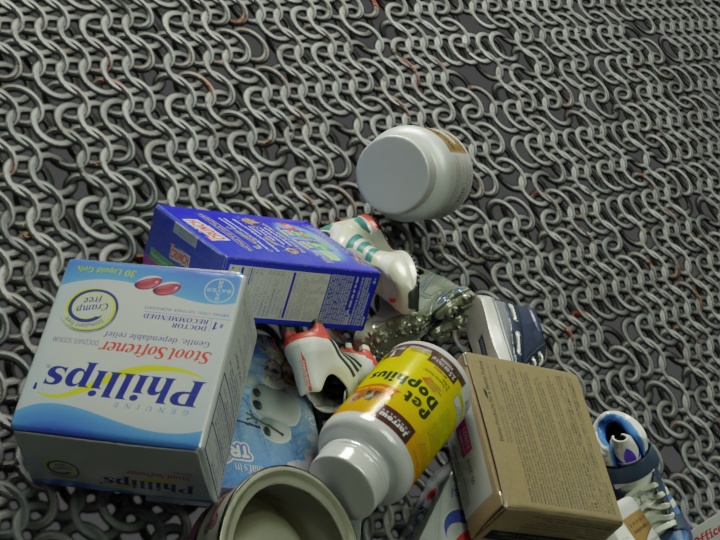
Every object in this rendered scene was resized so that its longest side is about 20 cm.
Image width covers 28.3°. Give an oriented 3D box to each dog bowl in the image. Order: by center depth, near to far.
[{"bbox_3d":[-0.086,0.290,1.352,0.199,0.073,0.202,24,56,-43],"label":"dog bowl"}]

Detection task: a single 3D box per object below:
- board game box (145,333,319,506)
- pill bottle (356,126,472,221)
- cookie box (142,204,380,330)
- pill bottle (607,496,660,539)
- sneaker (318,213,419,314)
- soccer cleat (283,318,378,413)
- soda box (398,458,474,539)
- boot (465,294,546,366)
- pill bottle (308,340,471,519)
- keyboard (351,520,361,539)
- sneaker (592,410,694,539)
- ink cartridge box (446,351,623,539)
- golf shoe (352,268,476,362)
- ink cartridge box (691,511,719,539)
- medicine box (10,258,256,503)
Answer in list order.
[{"bbox_3d":[-0.138,0.148,1.471,0.198,0.043,0.200,12,48,-34],"label":"board game box"},{"bbox_3d":[0.063,-0.117,1.738,0.115,0.114,0.200,51,15,7],"label":"pill bottle"},{"bbox_3d":[-0.109,-0.003,1.543,0.198,0.076,0.171,6,17,-36],"label":"cookie box"},{"bbox_3d":[0.315,0.369,1.618,0.114,0.114,0.201,-18,70,-45],"label":"pill bottle"},{"bbox_3d":[0.000,-0.001,1.654,0.092,0.071,0.200,-11,31,-18],"label":"sneaker"},{"bbox_3d":[-0.027,0.117,1.540,0.200,0.068,0.086,42,36,-63],"label":"soccer cleat"},{"bbox_3d":[0.083,0.289,1.531,0.063,0.068,0.200,40,41,-6],"label":"soda box"},{"bbox_3d":[0.191,0.118,1.745,0.089,0.073,0.202,10,51,-22],"label":"boot"},{"bbox_3d":[0.028,0.166,1.476,0.109,0.109,0.200,45,43,0],"label":"pill bottle"},{"bbox_3d":[-0.083,0.233,1.488,0.199,0.011,0.057,25,51,-21],"label":"keyboard"},{"bbox_3d":[0.326,0.260,1.689,0.147,0.080,0.201,57,13,-47],"label":"sneaker"},{"bbox_3d":[0.182,0.201,1.570,0.163,0.075,0.201,12,46,-27],"label":"ink cartridge box"},{"bbox_3d":[0.044,0.052,1.703,0.097,0.079,0.199,38,35,27],"label":"golf shoe"},{"bbox_3d":[0.514,0.386,1.741,0.143,0.145,0.202,9,53,-33],"label":"ink cartridge box"},{"bbox_3d":[-0.207,0.102,1.350,0.180,0.103,0.201,5,51,7],"label":"medicine box"}]
